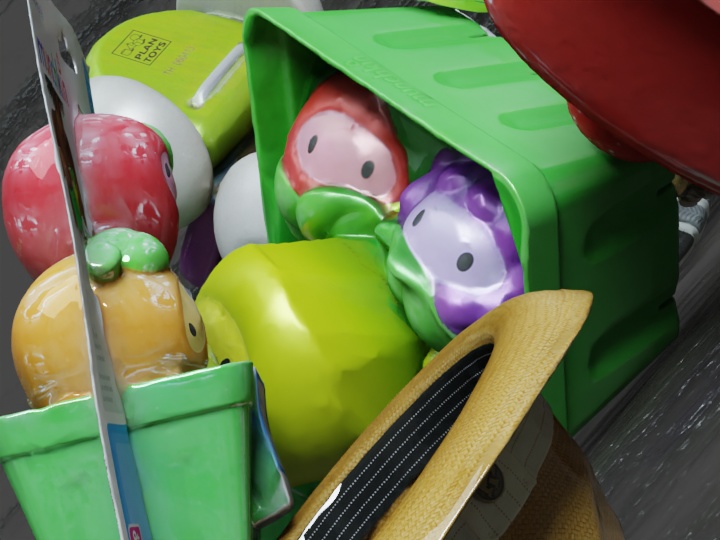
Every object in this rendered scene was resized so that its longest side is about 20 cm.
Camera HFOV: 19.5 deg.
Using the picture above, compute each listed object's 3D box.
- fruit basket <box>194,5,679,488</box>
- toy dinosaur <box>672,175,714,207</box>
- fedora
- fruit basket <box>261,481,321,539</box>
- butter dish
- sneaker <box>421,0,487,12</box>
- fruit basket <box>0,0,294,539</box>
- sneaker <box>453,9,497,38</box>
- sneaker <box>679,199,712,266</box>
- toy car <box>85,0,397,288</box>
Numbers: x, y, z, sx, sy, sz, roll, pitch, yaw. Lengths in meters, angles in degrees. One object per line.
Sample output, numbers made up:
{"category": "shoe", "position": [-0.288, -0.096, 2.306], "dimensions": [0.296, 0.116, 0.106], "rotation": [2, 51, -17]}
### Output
{"category": "fruit basket", "position": [0.000, 0.000, 0.821], "dimensions": [0.216, 0.214, 0.157], "rotation": [-51, -36, -49]}
{"category": "toy dinosaur", "position": [0.158, -0.105, 0.801], "dimensions": [0.100, 0.202, 0.058], "rotation": [-8, 31, -7]}
{"category": "fedora", "position": [0.023, 0.097, 0.615], "dimensions": [0.201, 0.082, 0.201], "rotation": [-49, 5, 6]}
{"category": "fruit basket", "position": [-0.037, 0.129, 0.961], "dimensions": [0.186, 0.093, 0.201], "rotation": [-61, -4, -51]}
{"category": "butter dish", "position": [0.120, -0.096, 0.711], "dimensions": [0.148, 0.199, 0.200], "rotation": [-54, 1, 42]}
{"category": "sneaker", "position": [0.096, -0.132, 0.905], "dimensions": [0.105, 0.198, 0.077], "rotation": [78, -170, -67]}
{"category": "fruit basket", "position": [-0.077, 0.007, 0.707], "dimensions": [0.093, 0.202, 0.185], "rotation": [-6, -8, -1]}
{"category": "sneaker", "position": [0.029, -0.061, 1.135], "dimensions": [0.075, 0.089, 0.201], "rotation": [-22, 27, 44]}
{"category": "sneaker", "position": [0.130, -0.033, 0.997], "dimensions": [0.116, 0.074, 0.201], "rotation": [92, -163, -54]}
{"category": "toy car", "position": [-0.047, -0.049, 1.035], "dimensions": [0.175, 0.198, 0.151], "rotation": [-55, -18, -40]}
